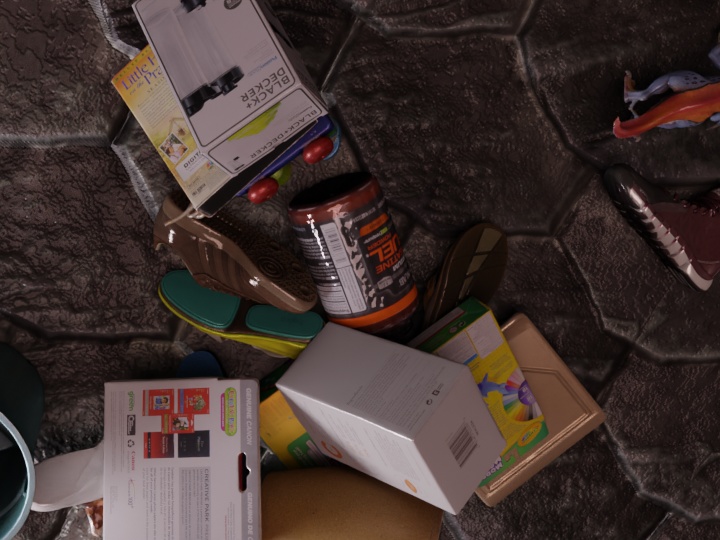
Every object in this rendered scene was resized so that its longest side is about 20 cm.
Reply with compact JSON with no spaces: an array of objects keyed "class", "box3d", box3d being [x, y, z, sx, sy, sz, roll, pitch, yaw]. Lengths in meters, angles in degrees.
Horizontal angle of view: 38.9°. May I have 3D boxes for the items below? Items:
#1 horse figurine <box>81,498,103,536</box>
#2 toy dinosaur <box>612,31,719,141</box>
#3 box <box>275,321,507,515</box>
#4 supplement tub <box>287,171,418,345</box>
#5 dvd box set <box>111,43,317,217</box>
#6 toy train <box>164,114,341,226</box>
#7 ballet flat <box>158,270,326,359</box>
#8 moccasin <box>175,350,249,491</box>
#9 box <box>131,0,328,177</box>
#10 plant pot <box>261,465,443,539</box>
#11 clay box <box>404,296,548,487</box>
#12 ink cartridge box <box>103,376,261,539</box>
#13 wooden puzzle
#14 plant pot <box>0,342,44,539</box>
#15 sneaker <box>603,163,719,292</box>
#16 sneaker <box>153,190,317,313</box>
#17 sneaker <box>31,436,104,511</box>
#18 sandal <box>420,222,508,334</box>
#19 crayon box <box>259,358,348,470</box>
[{"class":"horse figurine","box3d":[-0.220,0.309,1.217,0.199,0.050,0.133,-16,91,8]},{"class":"toy dinosaur","box3d":[0.381,-0.175,1.091,0.181,0.200,0.105,0,128,26]},{"class":"box","box3d":[0.030,0.147,1.048,0.098,0.200,0.125,-49,131,-25]},{"class":"supplement tub","box3d":[0.000,0.000,1.120,0.107,0.107,0.201,-21,109,1]},{"class":"dvd box set","box3d":[-0.151,-0.170,1.018,0.146,0.200,0.029,-41,152,7]},{"class":"toy train","box3d":[-0.110,-0.107,1.075,0.200,0.116,0.085,-35,83,11]},{"class":"ballet flat","box3d":[-0.132,0.059,1.138,0.199,0.067,0.067,17,144,8]},{"class":"moccasin","box3d":[-0.171,0.193,1.178,0.080,0.068,0.201,-9,85,11]},{"class":"box","box3d":[-0.126,-0.203,0.967,0.116,0.060,0.200,-32,64,10]},{"class":"plant pot","box3d":[-0.018,0.293,1.124,0.199,0.186,0.187,12,106,4]},{"class":"clay box","box3d":[0.129,0.142,1.150,0.115,0.048,0.200,-35,121,-10]},{"class":"ink cartridge box","box3d":[-0.179,0.217,1.093,0.175,0.084,0.201,-3,81,11]},{"class":"wooden puzzle","box3d":[0.174,0.168,1.233,0.185,0.037,0.200,-39,112,6]},{"class":"plant pot","box3d":[-0.428,0.174,1.080,0.199,0.196,0.201,-2,107,-6]},{"class":"sneaker","box3d":[0.368,-0.077,1.161,0.115,0.076,0.200,-44,117,3]},{"class":"sneaker","box3d":[-0.138,-0.006,1.113,0.200,0.070,0.076,37,122,7]},{"class":"sneaker","box3d":[-0.293,0.232,1.185,0.199,0.089,0.075,-12,68,-24]},{"class":"sandal","box3d":[0.105,0.037,1.168,0.082,0.055,0.201,14,97,-34]},{"class":"crayon box","box3d":[-0.035,0.196,1.203,0.119,0.058,0.200,-36,108,6]}]
